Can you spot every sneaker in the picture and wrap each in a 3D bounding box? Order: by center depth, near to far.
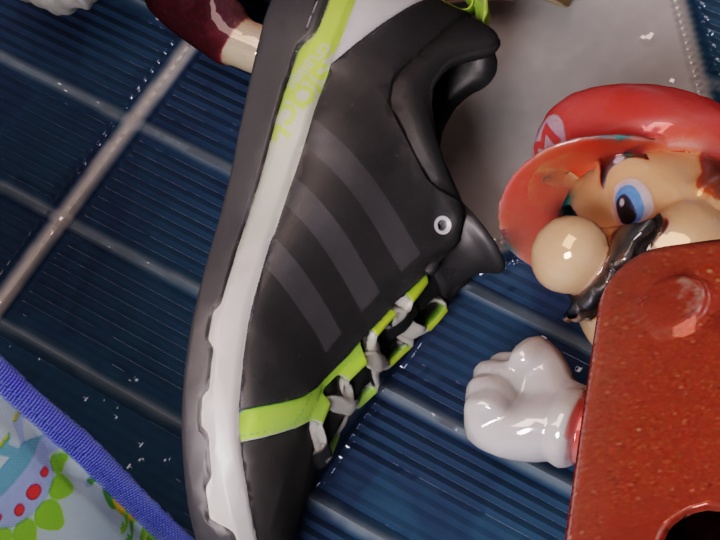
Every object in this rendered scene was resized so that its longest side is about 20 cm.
[{"bbox_3d":[0.000,0.000,0.821,0.083,0.072,0.200,9,76,6],"label":"sneaker"}]

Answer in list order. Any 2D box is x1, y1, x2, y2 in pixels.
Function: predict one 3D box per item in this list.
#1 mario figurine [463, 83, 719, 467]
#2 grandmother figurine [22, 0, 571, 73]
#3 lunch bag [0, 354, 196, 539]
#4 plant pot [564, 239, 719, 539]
[{"bbox_3d":[0.086,0.032,0.751,0.123,0.106,0.200,-27,57,6],"label":"mario figurine"},{"bbox_3d":[-0.030,-0.118,0.913,0.200,0.061,0.121,-3,52,18],"label":"grandmother figurine"},{"bbox_3d":[-0.165,0.081,0.766,0.127,0.200,0.170,29,76,32],"label":"lunch bag"},{"bbox_3d":[0.126,0.093,0.512,0.200,0.176,0.200,-7,50,24],"label":"plant pot"}]
